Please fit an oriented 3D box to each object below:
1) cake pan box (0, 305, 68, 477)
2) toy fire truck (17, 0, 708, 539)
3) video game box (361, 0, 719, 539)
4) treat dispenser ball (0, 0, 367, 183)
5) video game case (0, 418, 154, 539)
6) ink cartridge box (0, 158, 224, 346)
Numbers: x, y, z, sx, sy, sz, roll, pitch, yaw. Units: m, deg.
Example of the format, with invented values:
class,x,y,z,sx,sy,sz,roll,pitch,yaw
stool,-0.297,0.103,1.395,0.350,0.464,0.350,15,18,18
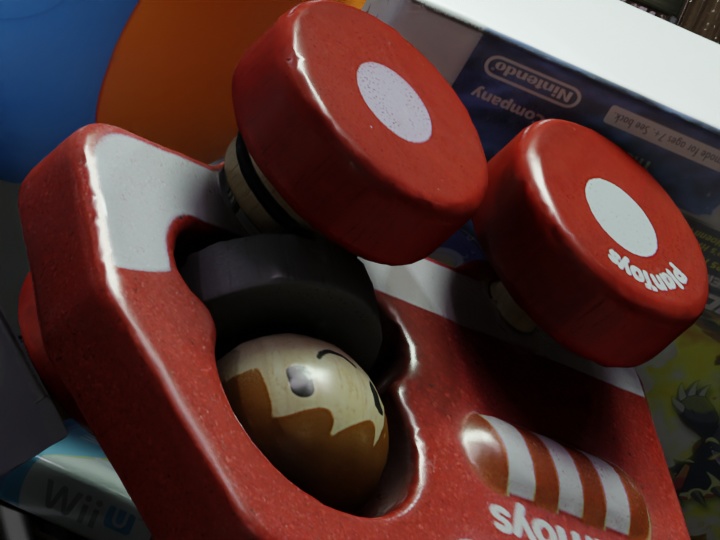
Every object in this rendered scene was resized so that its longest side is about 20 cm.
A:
class,x,y,z,sx,sy,sz,roll,pitch,yaw
cake pan box,-0.157,-0.047,0.753,0.200,0.052,0.184,64,-11,-27
toy fire truck,0.011,0.043,0.722,0.200,0.112,0.168,23,37,-39
video game box,0.063,0.013,0.850,0.200,0.182,0.047,22,41,-12
treat dispenser ball,-0.080,-0.124,0.855,0.201,0.201,0.201,23,4,-2
video game case,0.003,0.089,0.845,0.200,0.018,0.143,24,5,7
ink cartridge box,-0.072,-0.039,1.049,0.083,0.146,0.200,-17,-12,24
